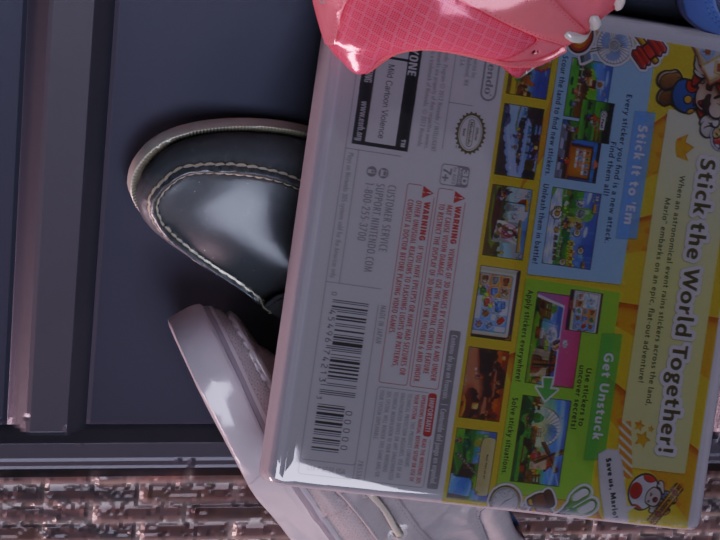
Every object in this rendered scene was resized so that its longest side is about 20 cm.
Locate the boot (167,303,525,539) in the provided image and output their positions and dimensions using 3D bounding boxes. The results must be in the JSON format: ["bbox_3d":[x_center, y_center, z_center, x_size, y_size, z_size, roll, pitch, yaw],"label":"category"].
[{"bbox_3d":[-0.001,0.068,1.073,0.095,0.074,0.200,-30,132,1],"label":"boot"}]

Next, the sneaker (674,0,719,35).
[{"bbox_3d":[0.222,-0.112,0.988,0.199,0.082,0.074,-2,124,-9],"label":"sneaker"}]

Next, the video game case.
[{"bbox_3d":[0.062,-0.006,1.007,0.182,0.023,0.201,8,92,-16],"label":"video game case"}]

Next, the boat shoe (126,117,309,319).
[{"bbox_3d":[0.000,0.000,1.026,0.200,0.062,0.073,24,118,-23],"label":"boat shoe"}]

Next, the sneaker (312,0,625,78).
[{"bbox_3d":[0.075,-0.118,0.955,0.200,0.074,0.087,-5,112,1],"label":"sneaker"}]
